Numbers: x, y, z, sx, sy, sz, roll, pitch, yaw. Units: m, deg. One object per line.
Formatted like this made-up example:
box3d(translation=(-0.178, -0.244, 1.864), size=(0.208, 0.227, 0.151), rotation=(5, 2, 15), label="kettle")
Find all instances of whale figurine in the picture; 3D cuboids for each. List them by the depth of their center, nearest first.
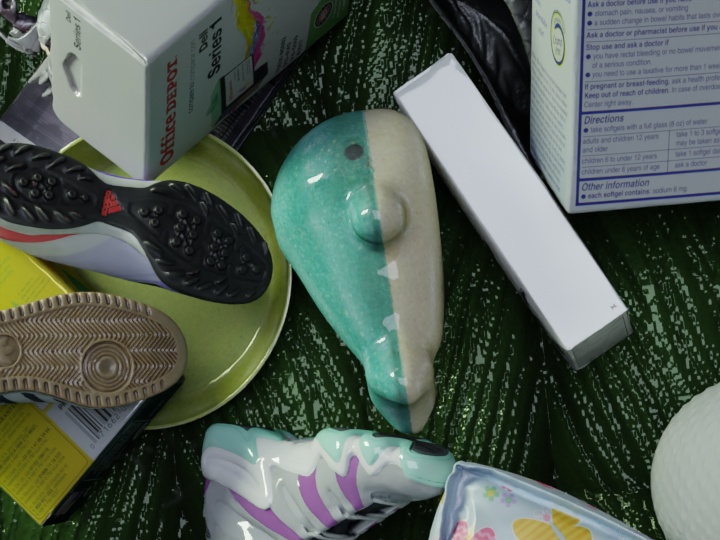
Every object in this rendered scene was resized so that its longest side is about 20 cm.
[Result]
box3d(translation=(0.000, 0.000, 1.307), size=(0.103, 0.159, 0.202), rotation=(-7, 67, 1), label="whale figurine")

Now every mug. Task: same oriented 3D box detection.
box3d(translation=(0.274, 0.132, 1.242), size=(0.198, 0.175, 0.149), rotation=(10, 86, -23), label="mug")

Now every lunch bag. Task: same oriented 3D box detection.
box3d(translation=(0.132, 0.205, 1.245), size=(0.199, 0.170, 0.128), rotation=(21, 83, 11), label="lunch bag")

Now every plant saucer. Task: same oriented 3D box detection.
box3d(translation=(-0.137, 0.003, 1.389), size=(0.198, 0.031, 0.202), rotation=(-1, 87, 12), label="plant saucer")

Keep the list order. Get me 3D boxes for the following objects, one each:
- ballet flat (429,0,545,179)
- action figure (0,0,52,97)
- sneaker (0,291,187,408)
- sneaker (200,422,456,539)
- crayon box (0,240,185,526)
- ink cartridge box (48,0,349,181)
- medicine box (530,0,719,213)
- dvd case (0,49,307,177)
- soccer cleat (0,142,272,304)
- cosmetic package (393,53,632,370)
box3d(translation=(0.085, -0.148, 1.346), size=(0.200, 0.066, 0.057), rotation=(53, 54, -15), label="ballet flat")
box3d(translation=(-0.194, -0.202, 1.410), size=(0.130, 0.069, 0.201), rotation=(-31, 48, 39), label="action figure")
box3d(translation=(-0.212, 0.058, 1.308), size=(0.198, 0.108, 0.071), rotation=(-4, 83, -18), label="sneaker")
box3d(translation=(-0.023, 0.168, 1.302), size=(0.199, 0.077, 0.141), rotation=(-2, 80, 47), label="sneaker")
box3d(translation=(-0.227, 0.050, 1.365), size=(0.200, 0.051, 0.127), rotation=(43, 97, 11), label="crayon box")
box3d(translation=(-0.096, -0.169, 1.333), size=(0.084, 0.145, 0.200), rotation=(39, 64, 15), label="ink cartridge box")
box3d(translation=(0.201, -0.149, 1.279), size=(0.181, 0.103, 0.202), rotation=(-5, 113, -9), label="medicine box")
box3d(translation=(-0.140, -0.125, 1.438), size=(0.148, 0.016, 0.201), rotation=(34, 84, 13), label="dvd case")
box3d(translation=(-0.152, -0.025, 1.334), size=(0.199, 0.073, 0.069), rotation=(18, 70, -17), label="soccer cleat")
box3d(translation=(0.097, -0.036, 1.349), size=(0.050, 0.083, 0.201), rotation=(-33, 75, 0), label="cosmetic package")
